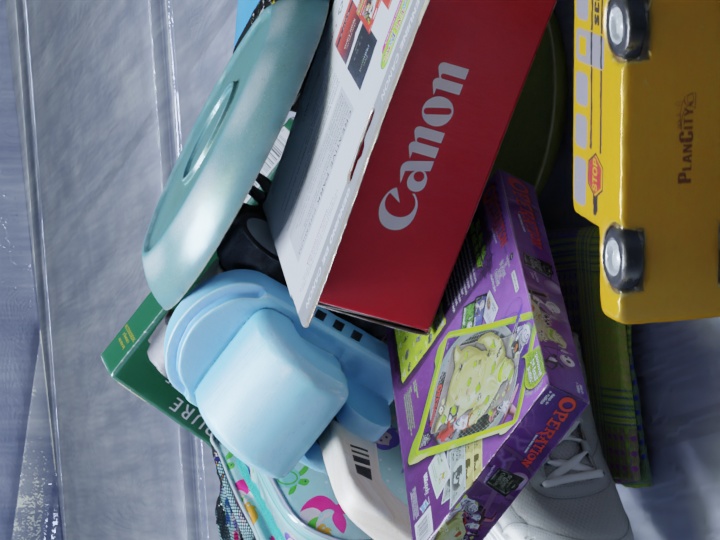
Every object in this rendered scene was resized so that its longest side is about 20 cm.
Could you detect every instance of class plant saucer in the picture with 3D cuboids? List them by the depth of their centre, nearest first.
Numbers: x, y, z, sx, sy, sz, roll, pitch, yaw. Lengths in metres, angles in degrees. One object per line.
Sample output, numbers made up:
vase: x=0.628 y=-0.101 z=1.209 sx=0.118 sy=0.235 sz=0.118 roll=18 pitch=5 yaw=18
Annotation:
plant saucer: x=-0.076 y=-0.073 z=1.277 sx=0.201 sy=0.027 sz=0.200 roll=-59 pitch=11 yaw=19
plant saucer: x=0.059 y=-0.102 z=1.299 sx=0.200 sy=0.031 sz=0.201 roll=3 pitch=94 yaw=55

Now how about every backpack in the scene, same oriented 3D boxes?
backpack: x=0.011 y=0.160 z=1.365 sx=0.151 sy=0.177 sz=0.201 roll=95 pitch=159 yaw=-51

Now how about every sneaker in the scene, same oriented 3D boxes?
sneaker: x=0.092 y=0.078 z=1.177 sx=0.200 sy=0.075 sz=0.092 roll=-118 pitch=32 yaw=-50

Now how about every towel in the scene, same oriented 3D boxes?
towel: x=0.113 y=0.047 z=1.254 sx=0.200 sy=0.023 sz=0.145 roll=169 pitch=96 yaw=-73

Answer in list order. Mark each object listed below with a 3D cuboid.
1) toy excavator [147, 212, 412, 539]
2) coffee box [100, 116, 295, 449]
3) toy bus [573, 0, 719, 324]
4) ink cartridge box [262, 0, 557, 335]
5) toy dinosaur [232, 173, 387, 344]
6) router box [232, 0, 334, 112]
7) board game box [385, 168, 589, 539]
toy excavator: x=-0.017 y=0.089 z=1.233 sx=0.100 sy=0.194 sz=0.200 roll=-50 pitch=23 yaw=21
coffee box: x=-0.059 y=0.016 z=1.440 sx=0.200 sy=0.123 sz=0.044 roll=-52 pitch=26 yaw=4
toy bus: x=0.138 y=-0.080 z=1.052 sx=0.078 sy=0.065 sz=0.201 roll=-142 pitch=49 yaw=-69
ink cartridge box: x=0.025 y=-0.079 z=1.183 sx=0.176 sy=0.083 sz=0.201 roll=-110 pitch=37 yaw=-64
toy dinosaur: x=0.000 y=0.000 z=1.372 sx=0.077 sy=0.200 sz=0.103 roll=-14 pitch=70 yaw=30
router box: x=-0.020 y=-0.215 z=1.369 sx=0.200 sy=0.051 sz=0.150 roll=126 pitch=153 yaw=-48
board game box: x=0.060 y=0.047 z=1.150 sx=0.120 sy=0.032 sz=0.200 roll=-59 pitch=19 yaw=28
